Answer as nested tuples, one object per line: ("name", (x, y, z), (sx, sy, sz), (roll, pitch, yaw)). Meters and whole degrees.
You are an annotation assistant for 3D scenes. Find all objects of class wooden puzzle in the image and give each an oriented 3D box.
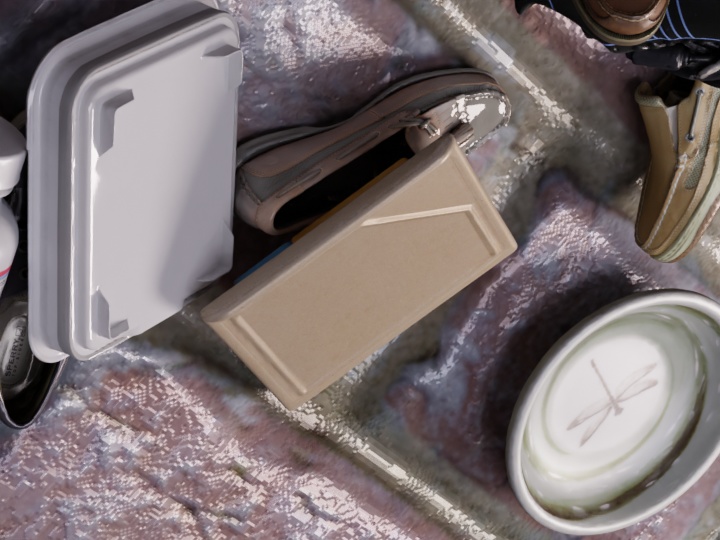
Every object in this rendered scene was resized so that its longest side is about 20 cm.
("wooden puzzle", (0.000, 0.000, 1.548), (0.185, 0.037, 0.200), (-36, 157, 1))

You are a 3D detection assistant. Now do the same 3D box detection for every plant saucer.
("plant saucer", (0.180, 0.092, 1.755), (0.200, 0.050, 0.201), (-16, 126, -23))

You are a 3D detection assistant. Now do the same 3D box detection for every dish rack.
("dish rack", (-0.122, -0.051, 1.430), (0.172, 0.043, 0.201), (-33, 135, -49))

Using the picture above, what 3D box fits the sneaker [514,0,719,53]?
("sneaker", (0.187, -0.166, 1.517), (0.070, 0.200, 0.078), (-40, 148, -54))

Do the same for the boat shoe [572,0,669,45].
("boat shoe", (0.157, -0.234, 1.450), (0.072, 0.201, 0.068), (4, 163, -6))

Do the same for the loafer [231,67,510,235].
("loafer", (0.012, -0.066, 1.540), (0.199, 0.063, 0.072), (-20, 128, -19))

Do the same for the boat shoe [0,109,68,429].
("boat shoe", (-0.188, 0.001, 1.459), (0.072, 0.065, 0.201), (1, 117, -30))

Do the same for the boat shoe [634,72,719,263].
("boat shoe", (0.214, -0.104, 1.647), (0.076, 0.072, 0.201), (14, 104, -21))

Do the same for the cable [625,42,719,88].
("cable", (0.237, -0.205, 1.537), (0.051, 0.163, 0.201), (-36, 145, -61))

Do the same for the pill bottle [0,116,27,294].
("pill bottle", (-0.256, 0.006, 1.392), (0.108, 0.109, 0.200), (8, 114, -35))
